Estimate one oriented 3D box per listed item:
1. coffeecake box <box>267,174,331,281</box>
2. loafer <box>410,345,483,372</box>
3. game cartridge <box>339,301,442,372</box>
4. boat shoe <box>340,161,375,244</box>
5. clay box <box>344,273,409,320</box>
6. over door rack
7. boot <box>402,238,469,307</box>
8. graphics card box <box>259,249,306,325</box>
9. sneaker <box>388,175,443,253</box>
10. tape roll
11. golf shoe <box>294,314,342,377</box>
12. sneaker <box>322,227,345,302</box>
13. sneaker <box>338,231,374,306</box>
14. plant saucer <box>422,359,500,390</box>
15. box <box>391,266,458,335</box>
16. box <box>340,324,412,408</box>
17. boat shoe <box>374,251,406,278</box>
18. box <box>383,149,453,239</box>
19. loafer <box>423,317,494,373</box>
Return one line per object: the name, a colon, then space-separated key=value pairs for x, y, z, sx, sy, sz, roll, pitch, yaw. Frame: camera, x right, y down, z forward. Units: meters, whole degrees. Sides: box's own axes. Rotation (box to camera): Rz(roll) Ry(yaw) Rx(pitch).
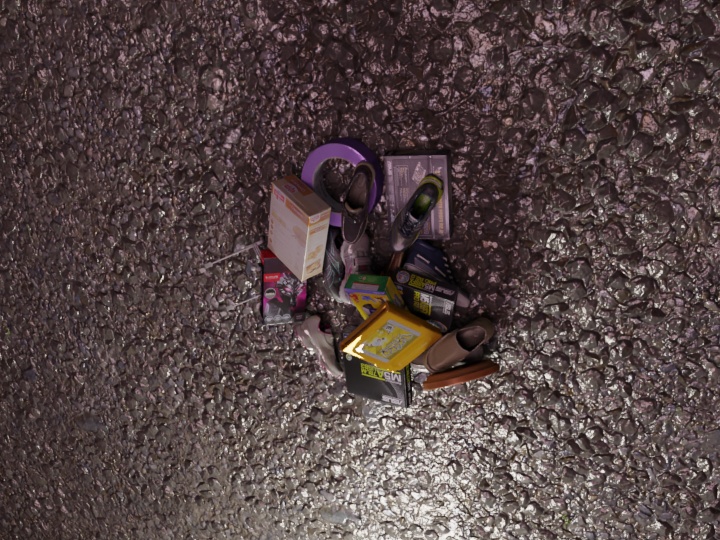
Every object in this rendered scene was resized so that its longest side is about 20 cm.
coffeecake box: x=-0.155 y=-0.105 z=1.543 sx=0.153 sy=0.072 sz=0.204 roll=42 pitch=139 yaw=30
loafer: x=0.215 y=0.209 z=1.601 sx=0.195 sy=0.071 sz=0.070 roll=-18 pitch=137 yaw=19
game cartridge: x=0.075 y=0.168 z=1.515 sx=0.197 sy=0.033 sz=0.176 roll=28 pitch=123 yaw=-34
boat shoe: x=-0.014 y=-0.151 z=1.466 sx=0.070 sy=0.065 sz=0.205 roll=21 pitch=119 yaw=10
clay box: x=0.050 y=0.087 z=1.517 sx=0.112 sy=0.048 sz=0.202 roll=4 pitch=145 yaw=30
over door rack: x=-0.323 y=0.012 z=1.721 sx=0.195 sy=0.067 sz=0.151 roll=-24 pitch=104 yaw=6
boot: x=0.199 y=0.007 z=1.523 sx=0.197 sy=0.092 sz=0.072 roll=31 pitch=166 yaw=-20
graphics card box: x=-0.206 y=0.043 z=1.674 sx=0.122 sy=0.051 sz=0.206 roll=-5 pitch=118 yaw=-21
sneaker: x=0.117 y=-0.122 z=1.437 sx=0.073 sy=0.081 sz=0.203 roll=30 pitch=120 yaw=5
tape roll: x=-0.044 y=-0.215 z=1.526 sx=0.194 sy=0.066 sz=0.206 roll=9 pitch=116 yaw=18
golf shoe: x=-0.098 y=0.209 z=1.727 sx=0.091 sy=0.075 sz=0.202 roll=-38 pitch=114 yaw=-2
sneaker: x=-0.062 y=-0.014 z=1.614 sx=0.077 sy=0.076 sz=0.205 roll=-12 pitch=108 yaw=22
sneaker: x=0.000 y=0.000 z=1.570 sx=0.088 sy=0.079 sz=0.206 roll=34 pitch=129 yaw=53
plant saucer: x=0.246 y=0.254 z=1.547 sx=0.196 sy=0.199 sz=0.033 roll=-19 pitch=83 yaw=26
box: x=0.154 y=0.079 z=1.527 sx=0.156 sy=0.045 sz=0.202 roll=19 pitch=154 yaw=13
box: x=0.043 y=0.258 z=1.689 sx=0.195 sy=0.047 sz=0.199 roll=9 pitch=114 yaw=31
boat shoe: x=0.063 y=0.023 z=1.583 sx=0.066 sy=0.072 sz=0.204 roll=24 pitch=122 yaw=8
box: x=0.138 y=-0.178 z=1.480 sx=0.153 sy=0.048 sz=0.206 roll=2 pitch=113 yaw=19
loafer: x=0.233 y=0.180 z=1.522 sx=0.198 sy=0.068 sz=0.077 roll=-37 pitch=78 yaw=11
